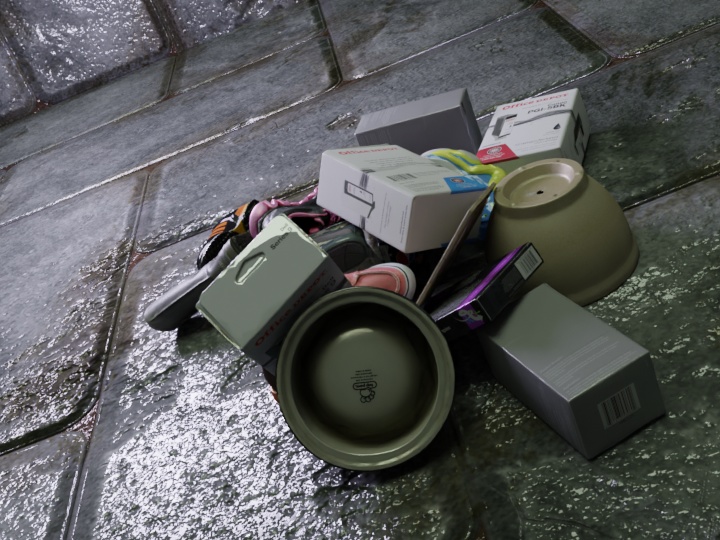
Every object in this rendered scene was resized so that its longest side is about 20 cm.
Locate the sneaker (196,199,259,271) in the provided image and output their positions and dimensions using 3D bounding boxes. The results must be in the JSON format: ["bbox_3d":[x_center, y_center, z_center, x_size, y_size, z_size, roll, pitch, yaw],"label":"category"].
[{"bbox_3d":[-0.235,-0.044,1.658,0.089,0.070,0.201,-21,24,38],"label":"sneaker"}]

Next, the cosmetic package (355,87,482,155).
[{"bbox_3d":[0.102,-0.232,1.656,0.198,0.108,0.091,-11,30,18],"label":"cosmetic package"}]

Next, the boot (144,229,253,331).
[{"bbox_3d":[-0.225,0.018,1.511,0.200,0.073,0.181,-44,-17,23],"label":"boot"}]

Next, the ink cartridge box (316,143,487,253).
[{"bbox_3d":[0.055,-0.106,1.340,0.145,0.085,0.199,-11,29,-38],"label":"ink cartridge box"}]

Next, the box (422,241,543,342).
[{"bbox_3d":[0.115,0.048,1.155,0.199,0.036,0.143,-32,7,46],"label":"box"}]

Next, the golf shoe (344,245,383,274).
[{"bbox_3d":[0.000,0.000,1.368,0.075,0.092,0.200,-30,30,-16],"label":"golf shoe"}]

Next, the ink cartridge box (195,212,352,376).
[{"bbox_3d":[-0.087,0.042,1.124,0.084,0.200,0.146,41,85,22],"label":"ink cartridge box"}]

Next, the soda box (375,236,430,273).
[{"bbox_3d":[0.052,-0.066,1.460,0.063,0.071,0.201,-21,28,3],"label":"soda box"}]

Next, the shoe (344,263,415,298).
[{"bbox_3d":[-0.028,0.041,1.271,0.198,0.072,0.091,-19,-12,31],"label":"shoe"}]

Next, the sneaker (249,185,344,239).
[{"bbox_3d":[-0.064,-0.079,1.436,0.199,0.080,0.095,-22,25,-31],"label":"sneaker"}]

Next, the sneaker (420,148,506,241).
[{"bbox_3d":[0.163,-0.107,1.388,0.198,0.076,0.106,18,54,13],"label":"sneaker"}]

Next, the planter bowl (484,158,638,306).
[{"bbox_3d":[0.246,-0.058,1.235,0.198,0.136,0.201,-18,29,10],"label":"planter bowl"}]

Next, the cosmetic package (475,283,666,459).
[{"bbox_3d":[0.221,0.102,1.034,0.106,0.091,0.200,-29,26,-9],"label":"cosmetic package"}]

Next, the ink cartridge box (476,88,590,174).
[{"bbox_3d":[0.271,-0.194,1.501,0.145,0.083,0.201,-9,32,27],"label":"ink cartridge box"}]

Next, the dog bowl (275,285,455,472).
[{"bbox_3d":[0.007,0.117,1.069,0.198,0.202,0.074,-21,0,5],"label":"dog bowl"}]

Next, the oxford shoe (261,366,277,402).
[{"bbox_3d":[-0.033,0.103,1.234,0.198,0.073,0.071,-25,28,-2],"label":"oxford shoe"}]

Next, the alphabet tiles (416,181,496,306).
[{"bbox_3d":[0.118,-0.027,1.205,0.007,0.168,0.200,31,23,7],"label":"alphabet tiles"}]

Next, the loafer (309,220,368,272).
[{"bbox_3d":[-0.083,-0.013,1.349,0.198,0.072,0.063,-20,42,9],"label":"loafer"}]
